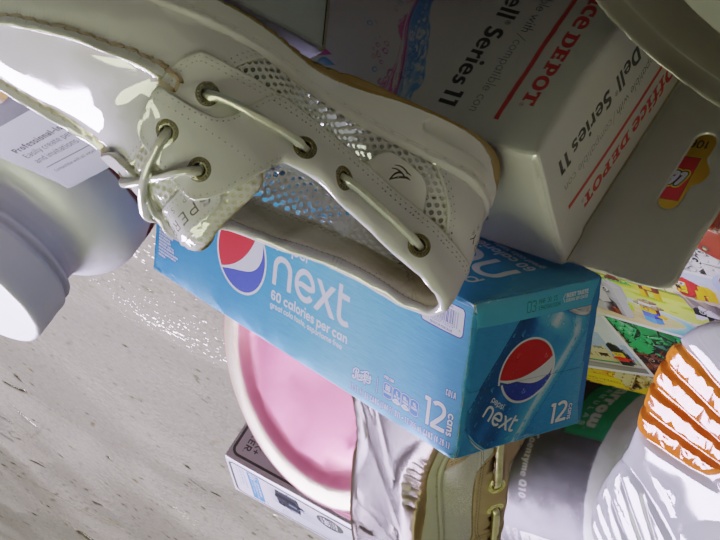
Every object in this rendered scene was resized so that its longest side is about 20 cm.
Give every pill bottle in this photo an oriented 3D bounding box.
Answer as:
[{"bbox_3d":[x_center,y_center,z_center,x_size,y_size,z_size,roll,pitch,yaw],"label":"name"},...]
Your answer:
[{"bbox_3d":[-0.125,-0.072,0.910,0.112,0.200,0.112,27,157,13],"label":"pill bottle"},{"bbox_3d":[0.123,0.110,1.071,0.200,0.113,0.113,11,150,42],"label":"pill bottle"}]

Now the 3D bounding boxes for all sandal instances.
[{"bbox_3d":[0.151,0.073,0.819,0.079,0.059,0.207,55,153,17],"label":"sandal"}]

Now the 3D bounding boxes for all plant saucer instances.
[{"bbox_3d":[-0.006,0.047,1.058,0.200,0.051,0.201,20,118,41],"label":"plant saucer"}]

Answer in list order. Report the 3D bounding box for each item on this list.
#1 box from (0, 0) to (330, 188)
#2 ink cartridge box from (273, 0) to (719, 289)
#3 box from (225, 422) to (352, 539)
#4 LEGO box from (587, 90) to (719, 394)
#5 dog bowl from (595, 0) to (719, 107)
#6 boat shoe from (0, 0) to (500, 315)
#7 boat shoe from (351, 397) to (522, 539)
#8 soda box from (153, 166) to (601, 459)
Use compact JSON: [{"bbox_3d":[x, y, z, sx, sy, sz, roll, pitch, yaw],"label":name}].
[{"bbox_3d":[-0.134,-0.104,0.698,0.200,0.041,0.156,26,146,-36],"label":"box"},{"bbox_3d":[0.050,-0.079,0.770,0.199,0.117,0.067,19,150,29],"label":"ink cartridge box"},{"bbox_3d":[0.033,0.123,1.218,0.200,0.117,0.060,26,157,16],"label":"box"},{"bbox_3d":[0.113,-0.017,0.869,0.200,0.077,0.149,12,151,42],"label":"LEGO box"},{"bbox_3d":[0.156,-0.114,0.633,0.200,0.059,0.200,28,157,13],"label":"dog bowl"},{"bbox_3d":[-0.048,-0.041,0.677,0.199,0.070,0.071,21,152,-13],"label":"boat shoe"},{"bbox_3d":[0.039,0.064,0.909,0.074,0.066,0.200,48,145,37],"label":"boat shoe"},{"bbox_3d":[0.000,0.000,0.803,0.200,0.068,0.064,30,122,44],"label":"soda box"}]
